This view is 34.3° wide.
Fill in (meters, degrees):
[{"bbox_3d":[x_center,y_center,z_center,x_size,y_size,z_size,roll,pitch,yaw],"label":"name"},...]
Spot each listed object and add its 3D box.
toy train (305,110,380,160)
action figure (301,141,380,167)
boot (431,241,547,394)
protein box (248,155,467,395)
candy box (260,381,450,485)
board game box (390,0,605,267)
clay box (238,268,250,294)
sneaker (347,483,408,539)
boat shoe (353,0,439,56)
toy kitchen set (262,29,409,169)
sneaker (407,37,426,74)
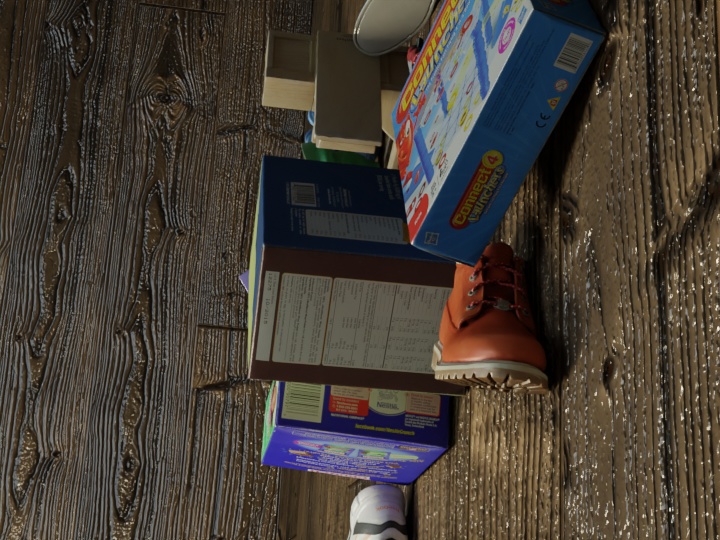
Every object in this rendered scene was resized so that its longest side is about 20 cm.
[{"bbox_3d":[-0.026,-0.165,1.720,0.087,0.113,0.202,102,171,-59],"label":"toy train"},{"bbox_3d":[-0.004,-0.056,1.374,0.055,0.117,0.201,-51,44,40],"label":"action figure"},{"bbox_3d":[0.095,0.033,0.859,0.200,0.074,0.108,-144,64,-82],"label":"boot"},{"bbox_3d":[0.000,0.000,1.089,0.199,0.198,0.136,-99,17,-62],"label":"protein box"},{"bbox_3d":[-0.010,0.155,1.175,0.200,0.167,0.078,114,163,-67],"label":"candy box"},{"bbox_3d":[0.093,-0.142,0.878,0.197,0.055,0.201,-96,27,-54],"label":"board game box"},{"bbox_3d":[-0.035,0.060,1.304,0.201,0.114,0.048,58,-166,5],"label":"clay box"},{"bbox_3d":[0.009,0.330,1.274,0.080,0.073,0.202,-104,19,-54],"label":"sneaker"},{"bbox_3d":[0.063,-0.310,1.228,0.200,0.067,0.057,-50,10,34],"label":"boat shoe"},{"bbox_3d":[-0.016,-0.140,1.303,0.181,0.198,0.164,104,169,-49],"label":"toy kitchen set"},{"bbox_3d":[0.078,-0.162,1.100,0.201,0.070,0.099,-110,29,-69],"label":"sneaker"}]
